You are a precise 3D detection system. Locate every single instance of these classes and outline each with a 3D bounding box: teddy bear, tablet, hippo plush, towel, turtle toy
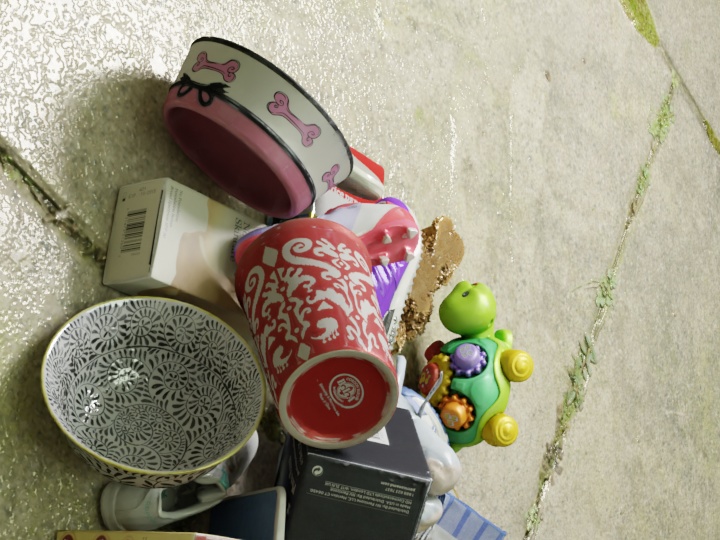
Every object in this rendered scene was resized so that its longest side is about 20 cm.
[{"bbox_3d":[0.043,0.018,1.684,0.145,0.067,0.201,47,56,-35],"label":"teddy bear"},{"bbox_3d":[-0.110,0.271,1.357,0.014,0.200,0.131,11,74,-22],"label":"tablet"},{"bbox_3d":[0.002,0.186,1.525,0.160,0.159,0.201,17,90,-36],"label":"hippo plush"},{"bbox_3d":[0.083,0.358,1.653,0.147,0.024,0.201,40,76,-42],"label":"towel"},{"bbox_3d":[0.123,0.114,1.703,0.101,0.146,0.201,16,83,-24],"label":"turtle toy"}]

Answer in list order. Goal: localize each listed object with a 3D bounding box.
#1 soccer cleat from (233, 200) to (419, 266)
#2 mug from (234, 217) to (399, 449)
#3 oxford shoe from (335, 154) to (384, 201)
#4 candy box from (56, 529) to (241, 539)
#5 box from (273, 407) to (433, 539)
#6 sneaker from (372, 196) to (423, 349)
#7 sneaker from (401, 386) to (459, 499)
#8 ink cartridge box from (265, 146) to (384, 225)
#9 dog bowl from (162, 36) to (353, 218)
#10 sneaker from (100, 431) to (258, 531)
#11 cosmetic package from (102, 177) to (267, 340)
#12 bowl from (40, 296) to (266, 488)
[{"bbox_3d":[-0.037,-0.031,1.458,0.199,0.077,0.067,-9,123,-22],"label":"soccer cleat"},{"bbox_3d":[-0.019,0.066,1.342,0.177,0.134,0.200,24,23,-25],"label":"mug"},{"bbox_3d":[-0.052,-0.143,1.507,0.200,0.075,0.058,36,74,9],"label":"oxford shoe"},{"bbox_3d":[-0.164,0.259,1.270,0.115,0.199,0.056,20,70,-42],"label":"candy box"},{"bbox_3d":[-0.023,0.241,1.382,0.200,0.123,0.199,-108,-149,-77],"label":"box"},{"bbox_3d":[0.000,0.000,1.517,0.099,0.069,0.201,34,58,-38],"label":"sneaker"},{"bbox_3d":[0.056,0.230,1.652,0.088,0.075,0.201,-34,110,-47],"label":"sneaker"},{"bbox_3d":[-0.042,-0.035,1.578,0.116,0.067,0.201,28,63,-46],"label":"ink cartridge box"},{"bbox_3d":[-0.107,-0.131,1.426,0.074,0.200,0.200,-52,125,-17],"label":"dog bowl"},{"bbox_3d":[-0.149,0.197,1.395,0.200,0.088,0.076,-30,106,-49],"label":"sneaker"},{"bbox_3d":[-0.149,-0.007,1.439,0.200,0.071,0.106,24,67,-46],"label":"cosmetic package"},{"bbox_3d":[-0.191,0.128,1.323,0.201,0.200,0.094,-45,162,-44],"label":"bowl"}]
